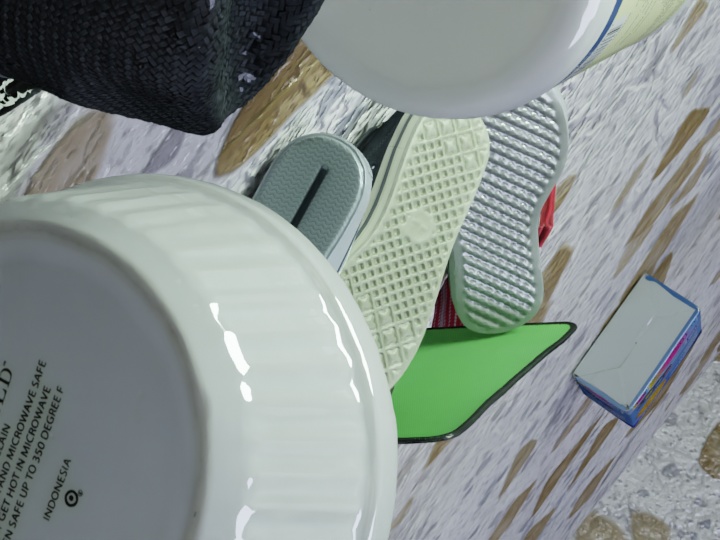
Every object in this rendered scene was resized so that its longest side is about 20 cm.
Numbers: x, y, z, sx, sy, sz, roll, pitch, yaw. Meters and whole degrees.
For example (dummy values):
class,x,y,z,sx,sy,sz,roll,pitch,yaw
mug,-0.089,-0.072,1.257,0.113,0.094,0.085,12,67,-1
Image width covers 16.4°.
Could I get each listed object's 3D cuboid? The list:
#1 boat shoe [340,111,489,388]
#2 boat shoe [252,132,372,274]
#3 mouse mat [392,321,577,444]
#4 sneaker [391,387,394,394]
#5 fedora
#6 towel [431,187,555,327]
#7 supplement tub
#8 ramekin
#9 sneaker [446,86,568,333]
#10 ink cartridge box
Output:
class,x,y,z,sx,sy,sz,roll,pitch,yaw
boat shoe,0.000,0.000,1.269,0.062,0.074,0.201,-3,-125,56
boat shoe,-0.052,0.031,1.186,0.201,0.073,0.067,-54,166,-7
mouse mat,0.020,0.065,1.432,0.200,0.160,0.008,-32,115,-58
sneaker,-0.038,0.057,1.305,0.074,0.079,0.200,-57,166,21
fedora,-0.059,-0.104,0.756,0.201,0.091,0.201,-50,167,-16
towel,0.082,-0.007,1.609,0.145,0.022,0.201,-79,-168,-51
supplement tub,0.063,-0.147,0.983,0.146,0.145,0.200,-60,167,26
ramekin,-0.094,0.064,0.859,0.203,0.202,0.094,-57,156,13
sneaker,0.073,-0.058,1.432,0.201,0.078,0.080,94,-12,-47
ink cartridge box,0.300,0.089,2.670,0.137,0.076,0.200,-54,169,-2
